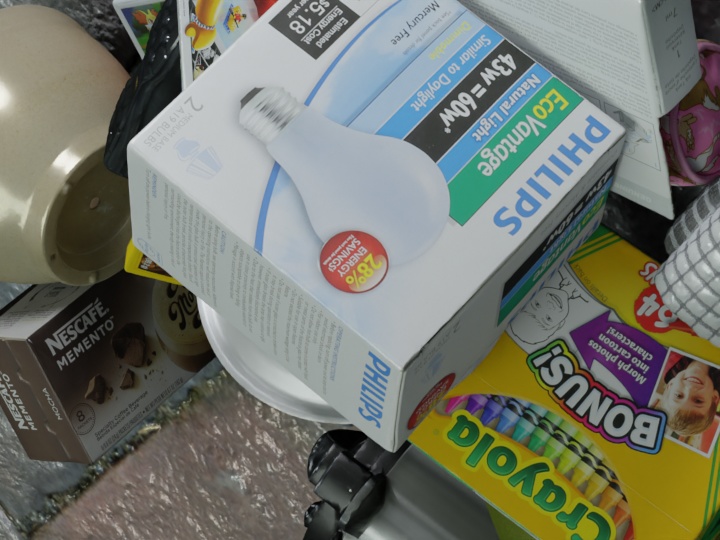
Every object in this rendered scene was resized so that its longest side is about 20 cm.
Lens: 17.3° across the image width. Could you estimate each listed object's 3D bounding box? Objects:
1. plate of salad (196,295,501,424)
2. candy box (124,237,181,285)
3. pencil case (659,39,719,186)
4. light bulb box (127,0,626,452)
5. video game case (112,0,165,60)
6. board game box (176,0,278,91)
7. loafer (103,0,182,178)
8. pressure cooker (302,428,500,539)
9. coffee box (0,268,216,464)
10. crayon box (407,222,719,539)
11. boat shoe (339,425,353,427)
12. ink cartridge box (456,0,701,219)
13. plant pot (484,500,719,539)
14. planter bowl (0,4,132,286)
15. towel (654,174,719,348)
[{"bbox_3d":[0.000,0.000,1.418,0.200,0.200,0.048,32,168,22],"label":"plate of salad"},{"bbox_3d":[-0.084,-0.044,1.578,0.102,0.026,0.200,12,147,-14],"label":"candy box"},{"bbox_3d":[0.137,-0.090,1.404,0.200,0.083,0.087,0,157,46],"label":"pencil case"},{"bbox_3d":[0.008,-0.045,1.326,0.200,0.198,0.125,38,159,14],"label":"light bulb box"},{"bbox_3d":[-0.058,-0.116,1.563,0.200,0.022,0.182,-2,123,47],"label":"video game case"},{"bbox_3d":[-0.047,-0.119,1.458,0.035,0.126,0.200,-108,15,-67],"label":"board game box"},{"bbox_3d":[-0.111,-0.124,1.544,0.070,0.068,0.201,15,144,-15],"label":"loafer"},{"bbox_3d":[0.052,0.177,1.656,0.200,0.179,0.176,36,145,16],"label":"pressure cooker"},{"bbox_3d":[-0.180,0.041,1.756,0.080,0.200,0.113,0,122,46],"label":"coffee box"},{"bbox_3d":[0.140,0.078,1.396,0.200,0.173,0.058,36,175,20],"label":"crayon box"},{"bbox_3d":[0.005,0.037,1.659,0.074,0.067,0.200,39,152,8],"label":"boat shoe"},{"bbox_3d":[0.101,-0.134,1.329,0.200,0.044,0.174,29,153,33],"label":"ink cartridge box"},{"bbox_3d":[0.155,0.116,1.503,0.193,0.200,0.200,57,145,10],"label":"plant pot"},{"bbox_3d":[-0.221,-0.071,1.684,0.135,0.200,0.200,33,142,32],"label":"planter bowl"},{"bbox_3d":[0.285,-0.003,1.290,0.200,0.086,0.166,30,138,-11],"label":"towel"}]
